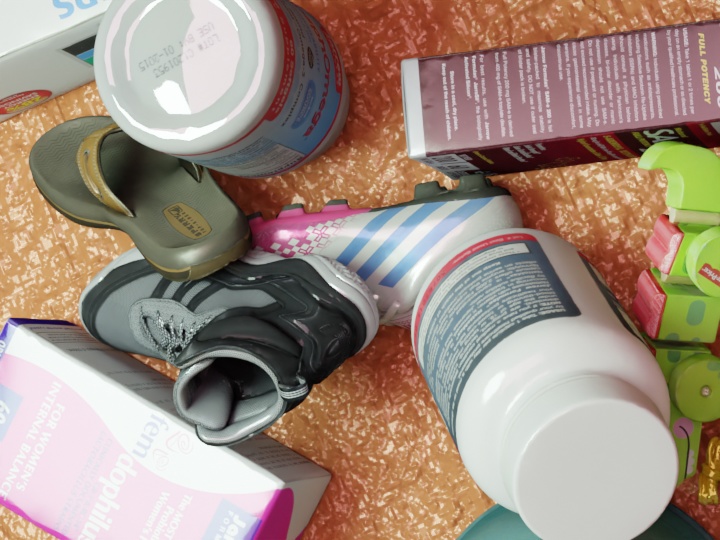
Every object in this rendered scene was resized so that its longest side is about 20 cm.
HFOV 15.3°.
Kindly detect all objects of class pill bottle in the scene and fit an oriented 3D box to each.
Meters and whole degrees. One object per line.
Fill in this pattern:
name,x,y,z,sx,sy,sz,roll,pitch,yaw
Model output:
pill bottle,0.103,0.067,1.472,0.119,0.200,0.120,-4,114,-9
pill bottle,-0.071,-0.111,1.547,0.108,0.200,0.109,-1,86,15

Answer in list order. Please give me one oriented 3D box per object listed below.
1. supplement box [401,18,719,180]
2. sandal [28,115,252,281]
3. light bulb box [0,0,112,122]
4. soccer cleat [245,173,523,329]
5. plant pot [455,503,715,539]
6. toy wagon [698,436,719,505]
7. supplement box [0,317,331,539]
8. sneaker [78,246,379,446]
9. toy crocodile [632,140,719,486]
supplement box,0.133,-0.097,1.539,0.199,0.109,0.061,-7,83,16
sandal,-0.135,-0.055,1.595,0.082,0.055,0.200,-33,37,-15
light bulb box,-0.192,-0.223,1.627,0.198,0.125,0.201,-22,80,13
soccer cleat,0.000,0.000,1.588,0.199,0.070,0.087,-10,83,14
plant pot,0.111,0.224,1.473,0.199,0.188,0.201,0,92,13
toy wagon,0.291,0.131,1.516,0.199,0.040,0.156,12,89,16
supplement box,-0.134,0.119,1.601,0.199,0.103,0.101,28,95,14
sneaker,-0.096,0.042,1.550,0.199,0.114,0.076,0,123,30
toy crocodile,0.180,0.025,1.516,0.061,0.068,0.201,2,109,-12
